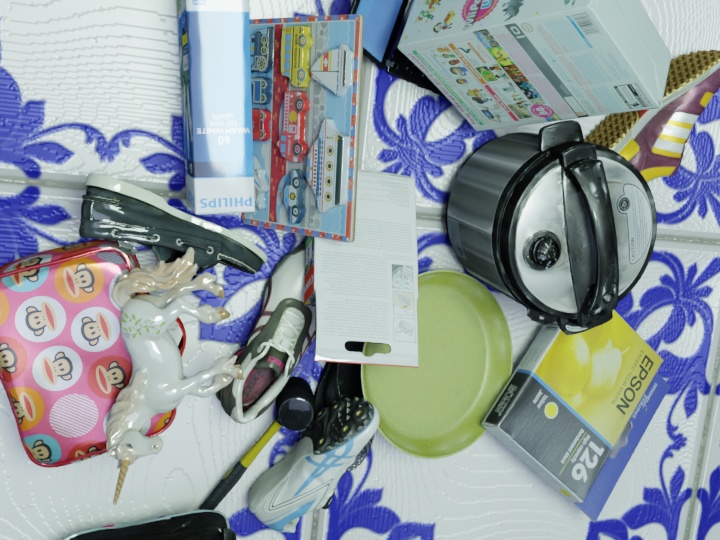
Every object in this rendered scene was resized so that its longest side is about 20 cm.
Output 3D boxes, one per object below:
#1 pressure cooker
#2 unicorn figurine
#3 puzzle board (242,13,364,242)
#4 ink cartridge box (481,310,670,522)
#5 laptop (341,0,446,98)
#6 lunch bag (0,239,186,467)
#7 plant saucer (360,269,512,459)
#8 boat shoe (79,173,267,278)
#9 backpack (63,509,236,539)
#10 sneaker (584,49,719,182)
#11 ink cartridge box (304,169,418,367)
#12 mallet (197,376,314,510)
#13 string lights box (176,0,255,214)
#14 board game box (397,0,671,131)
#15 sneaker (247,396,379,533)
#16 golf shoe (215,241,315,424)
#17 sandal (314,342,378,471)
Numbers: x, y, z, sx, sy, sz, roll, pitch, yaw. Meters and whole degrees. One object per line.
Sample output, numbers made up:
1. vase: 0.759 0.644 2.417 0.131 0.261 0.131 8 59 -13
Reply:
1. pressure cooker: 0.193 -0.043 0.843 0.175 0.200 0.180 34 91 -20
2. unicorn figurine: -0.179 0.090 0.774 0.136 0.074 0.203 -14 90 -12
3. puzzle board: -0.061 -0.136 0.796 0.017 0.150 0.203 -9 106 -47
4. ink cartridge box: 0.263 0.154 0.961 0.200 0.047 0.199 40 73 -15
5. laptop: 0.090 -0.272 0.825 0.198 0.103 0.179 19 96 -17
6. lunch bag: -0.257 0.074 0.811 0.174 0.082 0.203 -15 103 -12
7. plant saucer: 0.079 0.100 0.909 0.198 0.031 0.203 -1 92 -30
8. boat shoe: -0.176 -0.023 0.793 0.199 0.074 0.067 28 75 -45
9. backpack: -0.218 0.339 0.822 0.197 0.179 0.152 -2 130 -7
10. sneaker: 0.336 -0.158 0.934 0.199 0.075 0.090 -39 115 2
11. ink cartridge box: 0.000 0.000 0.833 0.108 0.050 0.203 6 69 -15
12. mallet: -0.118 0.196 0.899 0.041 0.066 0.200 38 104 -12
13. string lights box: -0.135 -0.160 0.788 0.058 0.103 0.203 -3 101 -16
14. board game box: 0.156 -0.199 0.763 0.147 0.198 0.065 35 65 -42
15. sneaker: -0.040 0.203 0.873 0.072 0.072 0.200 34 120 -17
16. golf shoe: -0.075 0.067 0.856 0.077 0.088 0.202 28 91 -16
17. sandal: -0.009 0.123 0.903 0.074 0.048 0.203 6 99 -16
